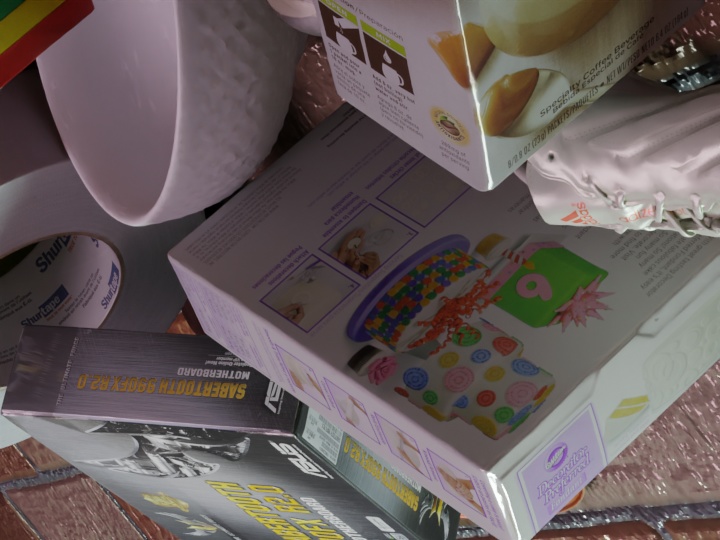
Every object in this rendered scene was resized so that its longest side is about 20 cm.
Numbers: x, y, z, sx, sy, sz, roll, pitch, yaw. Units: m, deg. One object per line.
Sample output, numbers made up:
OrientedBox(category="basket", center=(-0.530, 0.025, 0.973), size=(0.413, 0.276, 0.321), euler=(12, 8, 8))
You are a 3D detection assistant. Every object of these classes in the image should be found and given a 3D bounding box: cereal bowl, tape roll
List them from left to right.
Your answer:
OrientedBox(category="tape roll", center=(-0.176, 0.000, 1.231), size=(0.066, 0.200, 0.200), euler=(50, 164, 31))
OrientedBox(category="cereal bowl", center=(-0.078, -0.124, 1.094), size=(0.200, 0.083, 0.200), euler=(37, 132, 56))

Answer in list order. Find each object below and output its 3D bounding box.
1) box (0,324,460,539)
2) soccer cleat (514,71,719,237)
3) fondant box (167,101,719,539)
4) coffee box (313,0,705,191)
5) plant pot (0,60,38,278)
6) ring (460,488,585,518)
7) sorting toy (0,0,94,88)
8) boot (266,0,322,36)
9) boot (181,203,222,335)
OrientedBox(category="box", center=(-0.057, 0.087, 1.237), size=(0.158, 0.048, 0.200), euler=(2, 158, 25))
OrientedBox(category="soccer cleat", center=(0.106, -0.038, 0.918), size=(0.200, 0.078, 0.069), euler=(26, 151, 47))
OrientedBox(category="fondant box", center=(0.039, 0.007, 1.048), size=(0.200, 0.144, 0.058), euler=(32, 155, 40))
OrientedBox(category="coffee box", center=(0.040, -0.137, 0.816), size=(0.080, 0.114, 0.200), euler=(36, 158, 32))
OrientedBox(category="plant pot", center=(-0.199, -0.114, 1.303), size=(0.184, 0.200, 0.200), euler=(51, 164, 29))
OrientedBox(category="ring", center=(0.017, 0.090, 1.304), size=(0.200, 0.019, 0.200), euler=(9, 161, 3))
OrientedBox(category="sorting toy", center=(-0.211, -0.109, 1.076), size=(0.200, 0.199, 0.070), euler=(32, 148, 59))
OrientedBox(category="boot", center=(-0.033, -0.198, 0.910), size=(0.151, 0.073, 0.200), euler=(93, 158, -48))
OrientedBox(category="boot", center=(-0.065, 0.008, 1.383), size=(0.166, 0.072, 0.200), euler=(50, 165, -13))
